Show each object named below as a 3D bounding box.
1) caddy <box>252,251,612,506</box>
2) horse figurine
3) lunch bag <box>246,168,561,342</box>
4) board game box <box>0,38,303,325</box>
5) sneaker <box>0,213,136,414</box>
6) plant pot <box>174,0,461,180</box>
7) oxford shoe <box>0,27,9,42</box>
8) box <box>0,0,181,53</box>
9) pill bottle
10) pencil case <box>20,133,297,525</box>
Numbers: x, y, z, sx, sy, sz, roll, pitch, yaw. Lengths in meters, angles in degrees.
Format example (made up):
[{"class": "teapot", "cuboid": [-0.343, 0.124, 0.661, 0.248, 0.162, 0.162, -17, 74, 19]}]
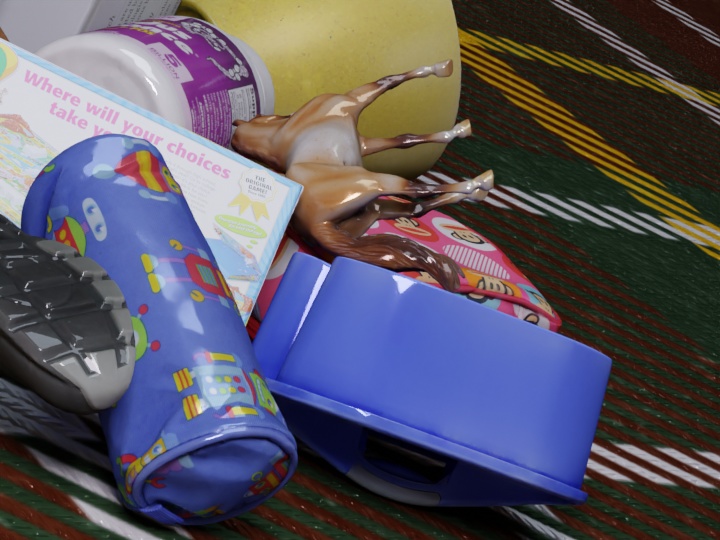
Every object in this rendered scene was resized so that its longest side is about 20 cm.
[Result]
[{"class": "caddy", "cuboid": [0.031, 0.066, 1.377, 0.199, 0.105, 0.141, 21, -4, -19]}, {"class": "horse figurine", "cuboid": [0.000, -0.053, 1.458, 0.132, 0.050, 0.200, -12, 35, -2]}, {"class": "lunch bag", "cuboid": [0.000, 0.000, 1.551, 0.199, 0.082, 0.176, 12, 22, -39]}, {"class": "board game box", "cuboid": [-0.143, -0.028, 1.367, 0.199, 0.034, 0.135, 26, 57, -6]}, {"class": "sneaker", "cuboid": [-0.173, 0.016, 1.235, 0.075, 0.080, 0.200, -8, 36, -43]}, {"class": "plant pot", "cuboid": [-0.050, -0.141, 1.753, 0.142, 0.201, 0.200, -15, 40, -31]}, {"class": "oxford shoe", "cuboid": [-0.236, -0.142, 1.420, 0.071, 0.071, 0.200, 63, 1, 40]}, {"class": "box", "cuboid": [-0.210, -0.218, 1.666, 0.199, 0.200, 0.131, 32, 15, 15]}, {"class": "pill bottle", "cuboid": [-0.122, -0.092, 1.582, 0.112, 0.113, 0.200, 31, 17, 11]}, {"class": "pencil case", "cuboid": [-0.100, 0.029, 1.258, 0.078, 0.087, 0.200, 36, 22, -51]}]
